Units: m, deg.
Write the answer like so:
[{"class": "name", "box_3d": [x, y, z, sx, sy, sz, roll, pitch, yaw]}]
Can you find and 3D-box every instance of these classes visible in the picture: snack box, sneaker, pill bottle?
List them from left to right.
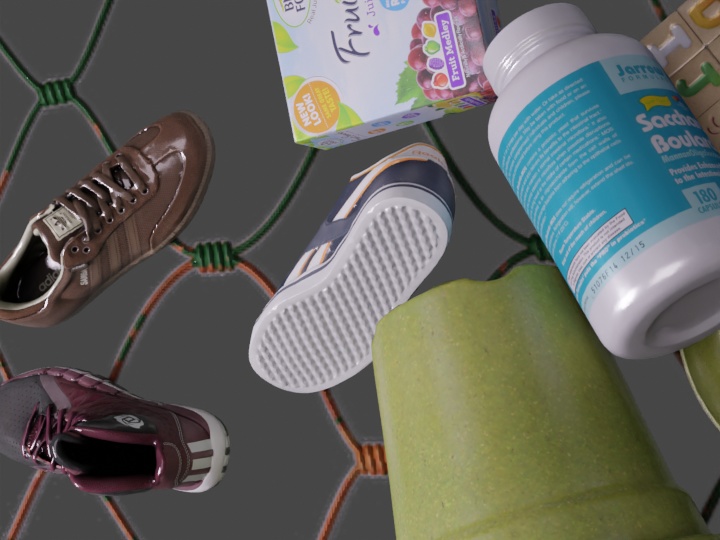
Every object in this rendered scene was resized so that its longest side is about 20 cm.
[{"class": "sneaker", "box_3d": [-0.197, 0.109, 1.040, 0.199, 0.115, 0.076, 5, 91, 22]}, {"class": "sneaker", "box_3d": [-0.181, -0.031, 1.058, 0.200, 0.076, 0.070, -46, 73, 16]}, {"class": "sneaker", "box_3d": [0.000, 0.000, 0.988, 0.078, 0.080, 0.200, 32, 129, -14]}, {"class": "snack box", "box_3d": [0.009, -0.194, 0.995, 0.142, 0.053, 0.201, -14, 84, 23]}, {"class": "pill bottle", "box_3d": [0.144, -0.057, 0.877, 0.111, 0.111, 0.200, -36, 62, 18]}]

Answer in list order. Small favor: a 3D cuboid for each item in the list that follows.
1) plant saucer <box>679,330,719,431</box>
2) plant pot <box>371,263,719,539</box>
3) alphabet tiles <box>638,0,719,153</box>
[{"class": "plant saucer", "box_3d": [0.285, 0.028, 0.888, 0.199, 0.031, 0.201, 0, 89, 23]}, {"class": "plant pot", "box_3d": [0.091, 0.104, 0.895, 0.200, 0.200, 0.185, -23, 69, 21]}, {"class": "alphabet tiles", "box_3d": [0.208, -0.076, 0.912, 0.200, 0.006, 0.167, -41, 60, 18]}]
